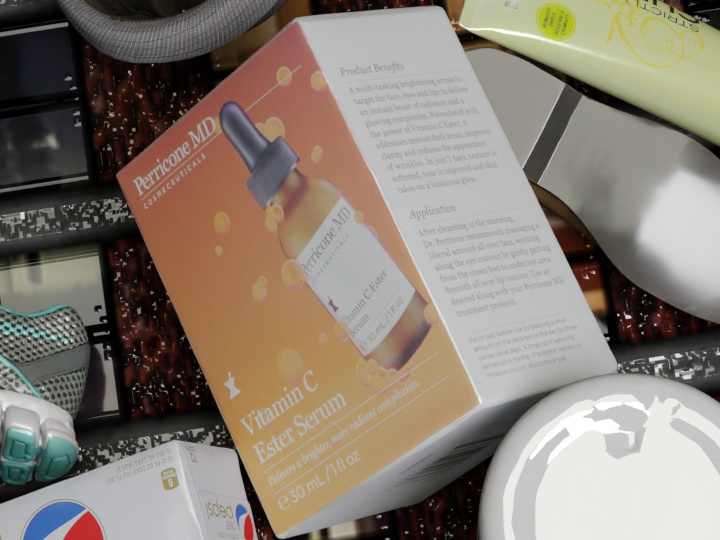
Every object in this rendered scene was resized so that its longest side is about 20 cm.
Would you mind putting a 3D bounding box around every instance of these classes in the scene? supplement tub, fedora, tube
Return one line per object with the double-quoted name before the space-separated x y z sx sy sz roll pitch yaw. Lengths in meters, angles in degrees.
"supplement tub" 0.117 0.128 1.242 0.131 0.200 0.133 0 76 1
"fedora" -0.075 -0.197 1.371 0.176 0.090 0.201 10 88 29
"tube" 0.142 -0.106 1.344 0.199 0.058 0.052 25 102 -12

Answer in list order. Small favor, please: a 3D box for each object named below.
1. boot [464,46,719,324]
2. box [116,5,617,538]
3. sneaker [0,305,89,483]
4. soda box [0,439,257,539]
"boot" 0.125 -0.042 1.350 0.200 0.075 0.074 35 87 4
"box" 0.000 0.000 1.290 0.106 0.152 0.201 -10 69 -47
"sneaker" -0.224 0.036 1.344 0.199 0.078 0.092 18 61 2
"soda box" -0.150 0.142 1.282 0.199 0.068 0.064 -22 75 18
